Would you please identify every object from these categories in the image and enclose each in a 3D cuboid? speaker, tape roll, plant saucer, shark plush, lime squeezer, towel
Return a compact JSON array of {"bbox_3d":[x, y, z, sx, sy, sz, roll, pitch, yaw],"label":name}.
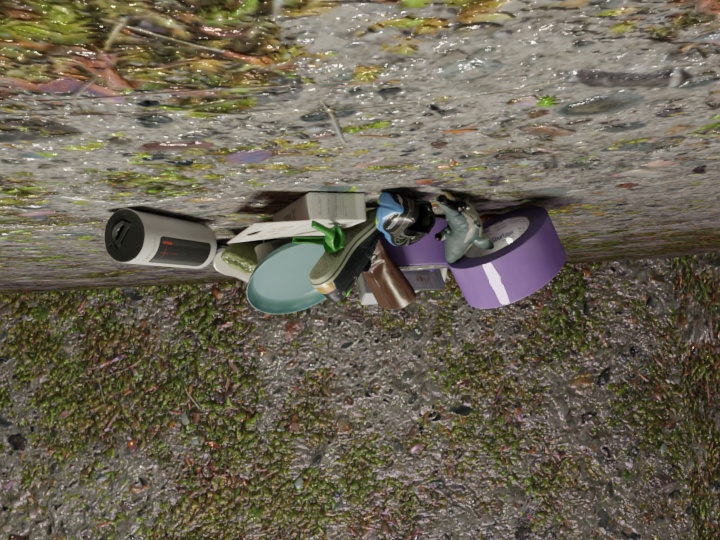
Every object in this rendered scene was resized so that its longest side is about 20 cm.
[{"bbox_3d":[-0.319,-0.048,0.999,0.079,0.084,0.199,-4,176,18],"label":"speaker"},{"bbox_3d":[0.259,-0.025,1.101,0.196,0.086,0.201,-29,-165,9],"label":"tape roll"},{"bbox_3d":[0.109,-0.048,1.255,0.193,0.088,0.200,-3,176,0],"label":"tape roll"},{"bbox_3d":[-0.113,0.007,1.105,0.195,0.028,0.202,-18,148,-12],"label":"plant saucer"},{"bbox_3d":[0.159,-0.064,1.000,0.082,0.092,0.200,-33,166,7],"label":"shark plush"},{"bbox_3d":[-0.054,-0.053,0.917,0.069,0.039,0.200,28,171,-10],"label":"lime squeezer"},{"bbox_3d":[-0.179,-0.008,1.240,0.195,0.037,0.149,24,-164,-7],"label":"towel"}]

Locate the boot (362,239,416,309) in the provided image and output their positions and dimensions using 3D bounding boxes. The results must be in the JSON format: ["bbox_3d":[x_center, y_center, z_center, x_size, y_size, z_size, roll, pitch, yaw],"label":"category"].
[{"bbox_3d":[0.000,0.000,1.178,0.184,0.202,0.065,-8,-145,47],"label":"boot"}]

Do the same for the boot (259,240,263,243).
[{"bbox_3d":[-0.187,-0.049,1.405,0.126,0.070,0.200,9,177,3],"label":"boot"}]

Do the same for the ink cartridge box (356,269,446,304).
[{"bbox_3d":[0.080,-0.007,1.388,0.194,0.164,0.048,-1,145,-19],"label":"ink cartridge box"}]

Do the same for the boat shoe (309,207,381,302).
[{"bbox_3d":[-0.009,-0.030,0.991,0.073,0.063,0.201,-4,-140,44],"label":"boat shoe"}]

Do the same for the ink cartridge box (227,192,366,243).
[{"bbox_3d":[-0.106,-0.080,0.956,0.171,0.046,0.199,-3,176,-24],"label":"ink cartridge box"}]

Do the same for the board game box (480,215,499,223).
[{"bbox_3d":[0.269,-0.095,1.319,0.100,0.020,0.200,-4,177,-15],"label":"board game box"}]

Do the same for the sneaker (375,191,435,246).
[{"bbox_3d":[0.080,-0.073,0.967,0.080,0.073,0.199,13,178,17],"label":"sneaker"}]

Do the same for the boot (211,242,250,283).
[{"bbox_3d":[-0.249,-0.010,1.403,0.197,0.074,0.090,27,-173,-27],"label":"boot"}]

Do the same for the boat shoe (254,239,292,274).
[{"bbox_3d":[-0.156,-0.053,1.185,0.069,0.071,0.200,-21,-168,18],"label":"boat shoe"}]

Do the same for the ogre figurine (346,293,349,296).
[{"bbox_3d":[-0.059,-0.007,1.436,0.118,0.100,0.200,32,178,5],"label":"ogre figurine"}]

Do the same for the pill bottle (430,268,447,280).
[{"bbox_3d":[0.101,-0.018,1.484,0.194,0.124,0.120,-6,177,-10],"label":"pill bottle"}]
